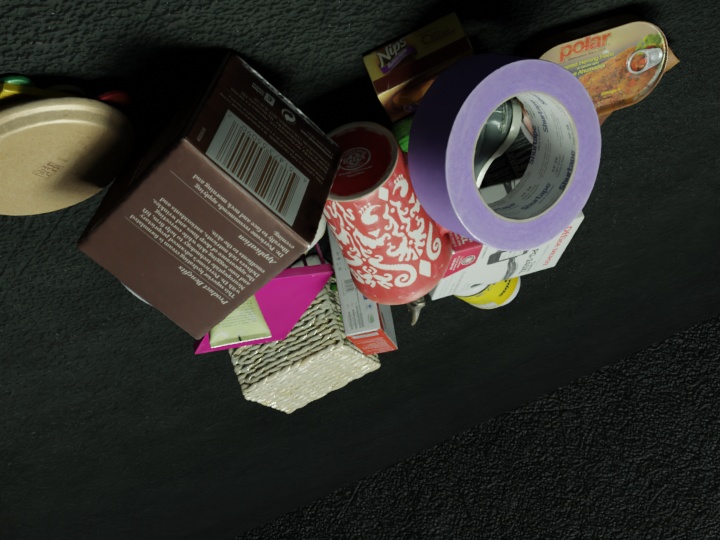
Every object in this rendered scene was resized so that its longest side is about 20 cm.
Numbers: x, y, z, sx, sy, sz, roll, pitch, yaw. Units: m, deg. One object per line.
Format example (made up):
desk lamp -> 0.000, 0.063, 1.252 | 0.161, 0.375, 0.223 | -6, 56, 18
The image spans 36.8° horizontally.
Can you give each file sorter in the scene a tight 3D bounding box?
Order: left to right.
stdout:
file sorter -> -0.149, 0.004, 1.445 | 0.137, 0.127, 0.200 | -8, 155, -30

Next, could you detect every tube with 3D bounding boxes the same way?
tube -> -0.171, -0.004, 1.297 | 0.057, 0.203, 0.052 | -26, 157, 13

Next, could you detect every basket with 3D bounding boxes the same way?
basket -> -0.093, 0.103, 1.704 | 0.198, 0.163, 0.198 | -27, 158, 11

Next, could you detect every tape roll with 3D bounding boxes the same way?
tape roll -> 0.155, -0.127, 1.158 | 0.197, 0.204, 0.085 | -12, -161, -23

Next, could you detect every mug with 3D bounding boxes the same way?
mug -> 0.035, -0.083, 1.251 | 0.177, 0.133, 0.201 | -40, 144, -6

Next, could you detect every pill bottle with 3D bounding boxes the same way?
pill bottle -> 0.202, 0.001, 1.810 | 0.111, 0.114, 0.199 | -28, 159, 17

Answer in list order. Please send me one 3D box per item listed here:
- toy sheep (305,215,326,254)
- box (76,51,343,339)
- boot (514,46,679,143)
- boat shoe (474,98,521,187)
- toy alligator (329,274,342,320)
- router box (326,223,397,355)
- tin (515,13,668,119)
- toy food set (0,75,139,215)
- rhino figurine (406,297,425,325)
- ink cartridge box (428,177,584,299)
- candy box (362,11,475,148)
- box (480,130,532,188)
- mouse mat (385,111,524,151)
toy sheep -> -0.099, -0.086, 1.281 | 0.136, 0.140, 0.200 | -27, 145, 15
box -> -0.151, -0.075, 1.106 | 0.165, 0.166, 0.199 | 39, 128, -20
boot -> 0.301, -0.237, 1.389 | 0.199, 0.069, 0.187 | -38, 147, 28
boat shoe -> 0.119, -0.138, 1.283 | 0.061, 0.074, 0.200 | 6, 149, -22
toy alligator -> 0.000, -0.024, 1.589 | 0.203, 0.054, 0.059 | -65, 163, 12
router box -> 0.000, 0.000, 1.453 | 0.048, 0.204, 0.180 | -11, 167, 6
tin -> 0.280, -0.245, 1.318 | 0.197, 0.042, 0.113 | -18, 132, -10
toy food set -> -0.316, -0.120, 1.081 | 0.197, 0.049, 0.198 | -37, 155, 34
rhino figurine -> 0.054, -0.028, 1.431 | 0.059, 0.204, 0.087 | -11, -179, -32
ink cartridge box -> 0.185, -0.049, 1.461 | 0.197, 0.084, 0.146 | -15, 156, -15
candy box -> 0.085, -0.207, 1.257 | 0.115, 0.057, 0.200 | -25, 161, 8
box -> 0.168, -0.107, 1.541 | 0.197, 0.087, 0.164 | -23, 159, 3
mouse mat -> 0.093, -0.162, 1.290 | 0.198, 0.008, 0.161 | -25, 160, 15
